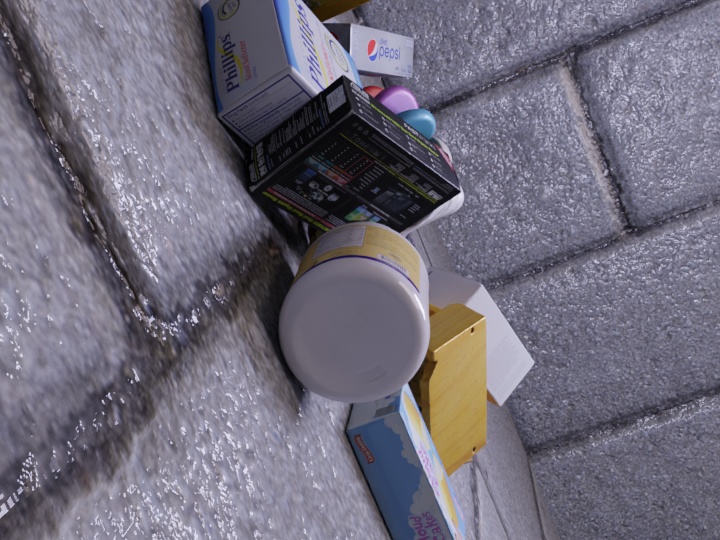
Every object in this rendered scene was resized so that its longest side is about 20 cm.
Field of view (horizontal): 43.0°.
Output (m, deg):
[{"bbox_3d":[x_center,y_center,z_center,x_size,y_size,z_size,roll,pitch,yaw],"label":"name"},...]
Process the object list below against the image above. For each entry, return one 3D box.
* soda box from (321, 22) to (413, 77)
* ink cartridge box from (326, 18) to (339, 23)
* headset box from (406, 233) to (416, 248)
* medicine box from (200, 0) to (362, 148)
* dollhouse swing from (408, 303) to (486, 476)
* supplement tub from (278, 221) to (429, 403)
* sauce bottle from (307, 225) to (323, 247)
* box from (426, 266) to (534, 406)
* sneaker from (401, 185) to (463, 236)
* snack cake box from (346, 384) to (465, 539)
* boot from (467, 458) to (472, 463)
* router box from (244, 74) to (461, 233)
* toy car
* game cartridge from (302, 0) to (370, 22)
[{"bbox_3d":[0.006,-0.324,1.356,0.200,0.068,0.064,-13,108,-59],"label":"soda box"},{"bbox_3d":[-0.071,-0.352,1.452,0.200,0.045,0.176,29,41,-47],"label":"ink cartridge box"},{"bbox_3d":[0.055,-0.021,1.557,0.149,0.077,0.200,38,32,-71],"label":"headset box"},{"bbox_3d":[-0.079,-0.215,1.063,0.200,0.103,0.182,39,29,-50],"label":"medicine box"},{"bbox_3d":[0.079,0.154,1.287,0.182,0.176,0.200,-27,122,-46],"label":"dollhouse swing"},{"bbox_3d":[-0.001,0.033,0.939,0.200,0.145,0.146,-78,146,-73],"label":"supplement tub"},{"bbox_3d":[-0.031,-0.032,1.127,0.066,0.066,0.200,57,20,-51],"label":"sauce bottle"},{"bbox_3d":[0.165,0.104,1.444,0.124,0.097,0.200,21,-26,52],"label":"box"},{"bbox_3d":[0.041,-0.076,1.316,0.074,0.200,0.116,65,25,6],"label":"sneaker"},{"bbox_3d":[0.056,0.238,1.056,0.115,0.067,0.200,-72,140,-76],"label":"snack cake box"},{"bbox_3d":[0.142,0.234,1.556,0.175,0.066,0.200,13,55,-64],"label":"boot"},{"bbox_3d":[-0.006,-0.109,1.016,0.200,0.150,0.062,30,36,-43],"label":"router box"},{"bbox_3d":[0.037,-0.203,1.373,0.175,0.200,0.150,0,103,-39],"label":"toy car"},{"bbox_3d":[-0.088,-0.415,1.212,0.200,0.176,0.032,36,65,-32],"label":"game cartridge"}]
